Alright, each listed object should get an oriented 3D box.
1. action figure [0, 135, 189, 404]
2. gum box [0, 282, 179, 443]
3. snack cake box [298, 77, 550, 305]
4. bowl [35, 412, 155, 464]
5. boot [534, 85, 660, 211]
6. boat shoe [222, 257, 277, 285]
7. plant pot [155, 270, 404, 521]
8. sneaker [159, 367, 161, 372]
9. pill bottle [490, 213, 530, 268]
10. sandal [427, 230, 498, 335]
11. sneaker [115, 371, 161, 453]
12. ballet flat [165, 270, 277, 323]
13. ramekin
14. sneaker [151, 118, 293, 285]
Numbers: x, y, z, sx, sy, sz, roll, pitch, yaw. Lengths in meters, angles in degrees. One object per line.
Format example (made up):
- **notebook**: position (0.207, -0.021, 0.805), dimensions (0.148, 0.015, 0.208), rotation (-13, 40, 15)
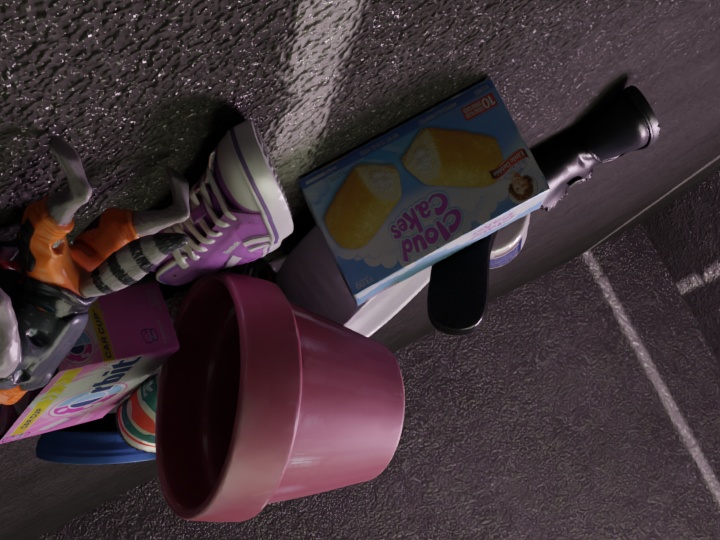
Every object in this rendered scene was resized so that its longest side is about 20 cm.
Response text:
- **action figure**: position (-0.201, 0.017, 0.471), dimensions (0.194, 0.105, 0.200), rotation (-48, 175, 14)
- **gum box**: position (-0.265, 0.090, 0.732), dimensions (0.112, 0.067, 0.199), rotation (-9, 159, -45)
- **snack cake box**: position (0.056, -0.068, 0.721), dimensions (0.197, 0.117, 0.067), rotation (-28, 170, -3)
- **bowl**: position (-0.330, 0.221, 1.067), dimensions (0.195, 0.041, 0.201), rotation (0, 177, 0)
- **boot**: position (0.290, -0.150, 1.046), dimensions (0.166, 0.077, 0.200), rotation (-33, 176, 2)
- **boat shoe**: position (-0.092, 0.077, 0.806), dimensions (0.066, 0.204, 0.072), rotation (-7, -150, 20)
- **plant pot**: position (-0.066, 0.115, 0.701), dimensions (0.175, 0.205, 0.199), rotation (12, 147, -32)
- **sneaker**: position (-0.207, 0.187, 1.043), dimensions (0.076, 0.206, 0.099), rotation (-6, 179, 3)
- **pill bottle**: position (0.165, -0.063, 1.039), dimensions (0.109, 0.113, 0.200), rotation (-29, 169, 6)
- **sandal**: position (0.103, -0.034, 0.775), dimensions (0.073, 0.205, 0.048), rotation (11, 162, 12)
- **sneaker**: position (-0.142, 0.143, 0.813), dimensions (0.196, 0.072, 0.094), rotation (13, 135, -35)
- **ballet flat**: position (-0.146, 0.031, 0.843), dimensions (0.199, 0.075, 0.065), rotation (-18, 135, -63)
- **ramekin**: position (0.000, 0.000, 0.856), dimensions (0.199, 0.098, 0.201), rotation (-39, 168, -10)
- **sneaker**: position (-0.112, -0.033, 0.578), dimensions (0.112, 0.074, 0.201), rotation (-22, 168, -14)
